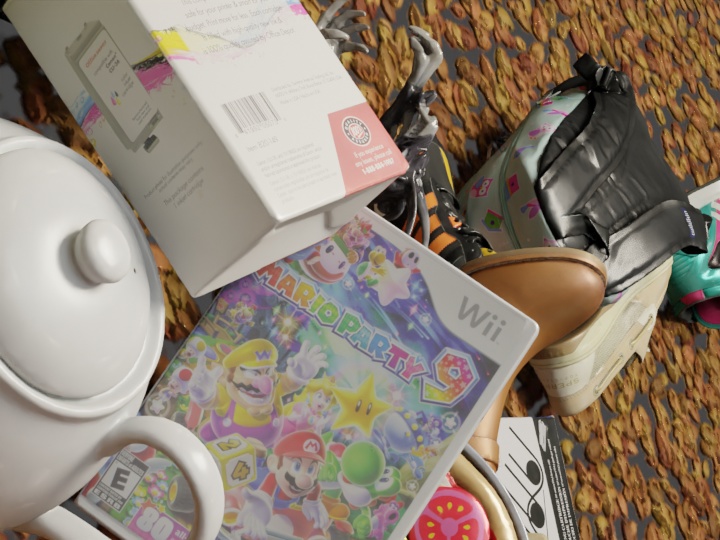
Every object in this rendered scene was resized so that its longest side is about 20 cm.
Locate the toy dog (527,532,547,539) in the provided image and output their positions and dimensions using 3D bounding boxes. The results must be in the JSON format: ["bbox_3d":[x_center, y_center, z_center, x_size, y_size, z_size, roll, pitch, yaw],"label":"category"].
[{"bbox_3d":[0.063,0.186,0.891,0.200,0.130,0.097,-123,-155,-57],"label":"toy dog"}]

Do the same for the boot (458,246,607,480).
[{"bbox_3d":[0.060,0.083,0.897,0.074,0.198,0.156,51,17,-42],"label":"boot"}]

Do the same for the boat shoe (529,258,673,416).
[{"bbox_3d":[0.183,0.042,1.223,0.200,0.071,0.066,-39,114,-52],"label":"boat shoe"}]

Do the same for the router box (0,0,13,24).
[{"bbox_3d":[-0.130,-0.204,0.877,0.148,0.051,0.202,23,52,-22],"label":"router box"}]

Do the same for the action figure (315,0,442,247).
[{"bbox_3d":[-0.011,-0.105,0.924,0.200,0.102,0.119,47,14,21],"label":"action figure"}]

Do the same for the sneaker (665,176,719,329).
[{"bbox_3d":[0.311,-0.015,1.408,0.199,0.083,0.122,-23,88,-48],"label":"sneaker"}]

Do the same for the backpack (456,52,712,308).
[{"bbox_3d":[0.148,-0.037,1.160,0.168,0.126,0.200,53,37,-5],"label":"backpack"}]

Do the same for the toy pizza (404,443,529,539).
[{"bbox_3d":[-0.009,0.158,0.812,0.032,0.197,0.203,100,-16,-72],"label":"toy pizza"}]

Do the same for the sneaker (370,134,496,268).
[{"bbox_3d":[0.060,-0.007,1.052,0.070,0.089,0.202,31,51,-43],"label":"sneaker"}]

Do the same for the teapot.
[{"bbox_3d":[-0.151,0.017,0.699,0.199,0.145,0.200,31,51,-44],"label":"teapot"}]

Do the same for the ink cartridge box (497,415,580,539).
[{"bbox_3d":[0.105,0.197,1.056,0.094,0.044,0.203,4,71,-51],"label":"ink cartridge box"}]

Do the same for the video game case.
[{"bbox_3d":[-0.025,0.071,0.799,0.142,0.018,0.201,33,80,8],"label":"video game case"}]

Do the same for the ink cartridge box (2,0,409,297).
[{"bbox_3d":[-0.080,-0.100,0.757,0.201,0.067,0.116,57,35,6],"label":"ink cartridge box"}]
